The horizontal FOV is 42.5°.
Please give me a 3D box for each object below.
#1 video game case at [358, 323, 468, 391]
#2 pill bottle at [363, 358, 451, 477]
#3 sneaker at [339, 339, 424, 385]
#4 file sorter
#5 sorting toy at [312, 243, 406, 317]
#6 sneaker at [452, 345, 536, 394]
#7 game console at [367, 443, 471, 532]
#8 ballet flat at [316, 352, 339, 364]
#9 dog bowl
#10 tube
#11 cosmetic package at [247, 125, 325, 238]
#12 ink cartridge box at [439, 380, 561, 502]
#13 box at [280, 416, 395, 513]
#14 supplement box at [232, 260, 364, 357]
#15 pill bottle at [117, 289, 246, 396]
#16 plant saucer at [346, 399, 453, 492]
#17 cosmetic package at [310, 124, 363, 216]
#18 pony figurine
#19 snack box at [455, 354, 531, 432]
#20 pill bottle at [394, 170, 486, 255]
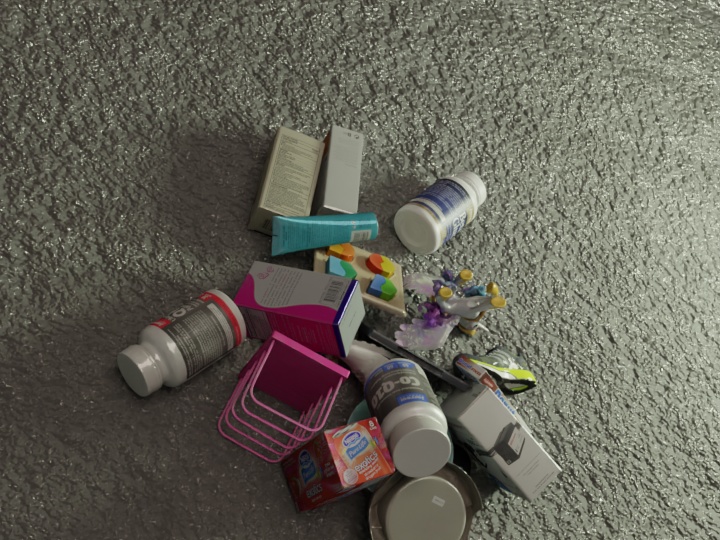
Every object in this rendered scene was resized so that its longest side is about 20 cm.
[{"bbox_3d":[0.093,0.157,1.690,0.199,0.143,0.019,29,87,-8],"label":"video game case"},{"bbox_3d":[0.077,0.240,1.516,0.113,0.114,0.200,15,21,-18],"label":"pill bottle"},{"bbox_3d":[0.029,0.183,1.658,0.200,0.076,0.081,28,78,-28],"label":"sneaker"},{"bbox_3d":[-0.133,0.215,1.503,0.139,0.200,0.126,30,57,-8],"label":"file sorter"},{"bbox_3d":[0.000,0.000,1.731,0.184,0.037,0.200,21,26,-14],"label":"sorting toy"},{"bbox_3d":[0.251,0.185,1.787,0.199,0.074,0.081,17,44,-36],"label":"sneaker"},{"bbox_3d":[0.107,0.387,1.629,0.176,0.031,0.201,21,55,-15],"label":"game console"},{"bbox_3d":[-0.070,0.101,1.689,0.064,0.075,0.201,31,52,-47],"label":"ballet flat"},{"bbox_3d":[0.102,0.408,1.536,0.199,0.059,0.201,0,91,-18],"label":"dog bowl"},{"bbox_3d":[-0.067,-0.072,1.704,0.199,0.078,0.050,-7,22,-21],"label":"tube"},{"bbox_3d":[-0.142,-0.163,1.778,0.103,0.087,0.201,20,57,-13],"label":"cosmetic package"},{"bbox_3d":[0.239,0.300,1.643,0.084,0.145,0.200,-42,96,-11],"label":"ink cartridge box"},{"bbox_3d":[-0.040,0.315,1.489,0.099,0.200,0.096,-10,71,-30],"label":"box"},{"bbox_3d":[-0.106,0.066,1.604,0.199,0.104,0.101,12,53,18],"label":"supplement box"},{"bbox_3d":[-0.295,0.122,1.527,0.200,0.111,0.111,-34,81,-36],"label":"pill bottle"},{"bbox_3d":[0.063,0.311,1.618,0.200,0.039,0.202,8,60,-15],"label":"plant saucer"},{"bbox_3d":[-0.050,-0.173,1.821,0.071,0.101,0.201,15,57,-17],"label":"cosmetic package"},{"bbox_3d":[0.170,0.069,1.761,0.192,0.200,0.167,10,65,-3],"label":"pony figurine"},{"bbox_3d":[0.245,0.234,1.697,0.024,0.072,0.200,-44,126,-8],"label":"snack box"},{"bbox_3d":[0.170,-0.125,1.896,0.111,0.111,0.200,48,54,5],"label":"pill bottle"}]
